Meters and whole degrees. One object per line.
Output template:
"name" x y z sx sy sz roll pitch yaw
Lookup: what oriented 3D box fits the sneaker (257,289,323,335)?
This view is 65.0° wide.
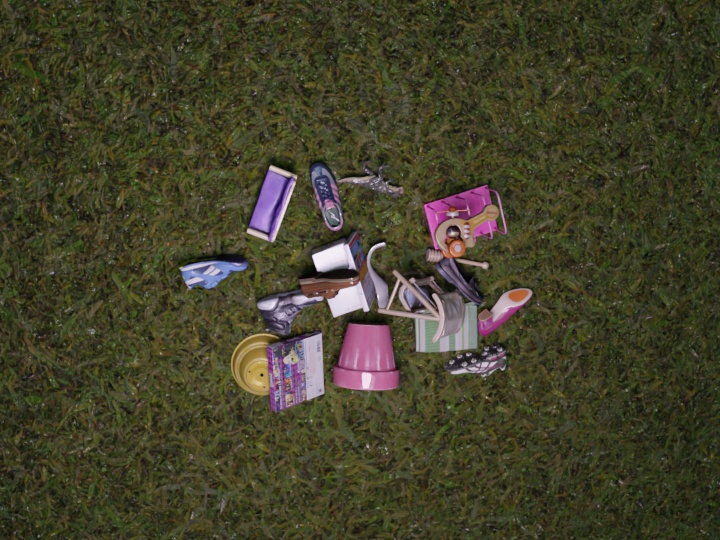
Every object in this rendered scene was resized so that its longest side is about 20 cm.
"sneaker" -0.200 0.124 1.675 0.197 0.076 0.115 -9 105 2

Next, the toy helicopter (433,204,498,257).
"toy helicopter" 0.287 -0.130 1.545 0.198 0.079 0.133 -30 95 -8

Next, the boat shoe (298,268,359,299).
"boat shoe" -0.081 0.041 1.571 0.198 0.072 0.069 -2 111 35

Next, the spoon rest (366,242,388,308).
"spoon rest" 0.051 0.019 1.672 0.060 0.099 0.203 -2 90 4

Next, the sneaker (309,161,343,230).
"sneaker" -0.091 -0.209 1.598 0.069 0.082 0.202 -21 105 0

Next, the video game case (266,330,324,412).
"video game case" -0.190 0.299 1.689 0.180 0.036 0.203 -14 109 -39

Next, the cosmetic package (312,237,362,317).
"cosmetic package" -0.061 0.021 1.657 0.111 0.081 0.202 -20 104 1

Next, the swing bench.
"swing bench" 0.190 0.094 1.604 0.198 0.198 0.131 27 103 23

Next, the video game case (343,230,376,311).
"video game case" 0.000 0.000 1.629 0.017 0.143 0.203 -13 105 14

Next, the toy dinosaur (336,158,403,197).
"toy dinosaur" 0.037 -0.268 1.618 0.197 0.048 0.089 12 109 -5

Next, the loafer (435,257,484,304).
"loafer" 0.310 0.029 1.690 0.199 0.072 0.063 38 110 -23

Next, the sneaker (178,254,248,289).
"sneaker" -0.416 0.004 1.624 0.197 0.074 0.083 -7 106 4

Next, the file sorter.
"file sorter" 0.304 -0.146 1.632 0.197 0.126 0.141 -17 105 -1

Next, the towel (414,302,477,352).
"towel" 0.267 0.179 1.762 0.197 0.023 0.155 -5 105 -6

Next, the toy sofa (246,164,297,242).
"toy sofa" -0.248 -0.187 1.580 0.082 0.098 0.202 20 102 -11

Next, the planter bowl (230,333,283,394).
"planter bowl" -0.295 0.300 1.701 0.197 0.084 0.204 -1 104 -5

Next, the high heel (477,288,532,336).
"high heel" 0.451 0.132 1.761 0.199 0.067 0.096 -33 140 -12

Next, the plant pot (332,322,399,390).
"plant pot" 0.021 0.248 1.676 0.197 0.200 0.182 3 89 -7

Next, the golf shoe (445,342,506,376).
"golf shoe" 0.367 0.300 1.776 0.197 0.077 0.089 -16 112 -1

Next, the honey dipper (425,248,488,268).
"honey dipper" 0.296 -0.033 1.707 0.197 0.038 0.039 9 103 -11
